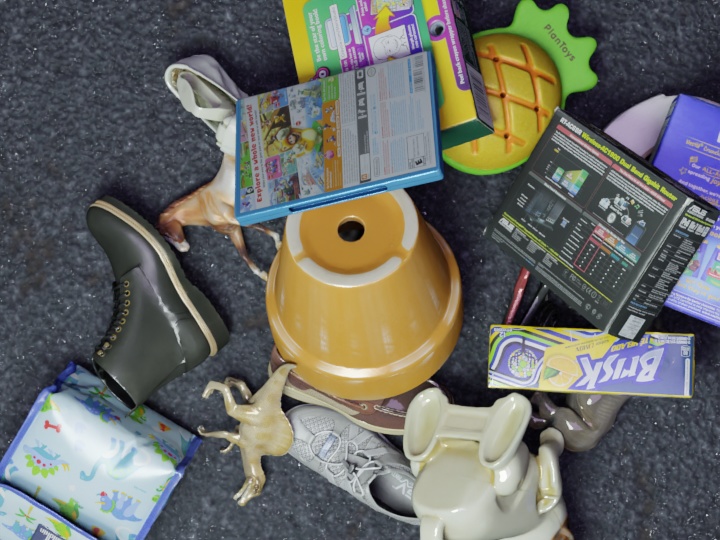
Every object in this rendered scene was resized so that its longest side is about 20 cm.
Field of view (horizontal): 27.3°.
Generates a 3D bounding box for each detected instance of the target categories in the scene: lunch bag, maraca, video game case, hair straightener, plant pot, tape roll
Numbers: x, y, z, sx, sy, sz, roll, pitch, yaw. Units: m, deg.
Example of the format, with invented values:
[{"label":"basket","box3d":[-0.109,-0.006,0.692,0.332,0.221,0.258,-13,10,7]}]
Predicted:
[{"label":"lunch bag","box3d":[-0.289,0.227,1.537,0.170,0.127,0.200,33,106,-2]},{"label":"maraca","box3d":[0.150,-0.185,1.503,0.200,0.107,0.137,-42,97,-5]},{"label":"video game case","box3d":[-0.023,-0.124,1.389,0.199,0.018,0.144,-12,56,15]},{"label":"hair straightener","box3d":[0.192,0.037,1.541,0.077,0.041,0.201,21,88,1]},{"label":"plant pot","box3d":[0.000,0.000,1.442,0.199,0.183,0.201,-2,63,4]},{"label":"tape roll","box3d":[0.326,-0.081,1.535,0.202,0.037,0.204,0,93,3]}]

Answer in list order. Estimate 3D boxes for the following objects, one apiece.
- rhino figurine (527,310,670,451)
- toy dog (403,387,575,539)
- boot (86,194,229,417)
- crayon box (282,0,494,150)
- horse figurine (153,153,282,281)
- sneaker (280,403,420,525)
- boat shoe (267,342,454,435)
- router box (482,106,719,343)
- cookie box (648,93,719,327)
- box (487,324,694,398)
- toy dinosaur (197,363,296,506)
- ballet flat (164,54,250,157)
[{"label":"rhino figurine","box3d":[0.255,0.100,1.535,0.087,0.060,0.200,39,92,4]},{"label":"toy dog","box3d":[0.144,0.233,1.490,0.139,0.200,0.194,-9,54,33]},{"label":"boot","box3d":[-0.244,0.035,1.514,0.138,0.077,0.200,-41,89,-28]},{"label":"crayon box","box3d":[0.024,-0.206,1.463,0.172,0.058,0.201,-17,74,21]},{"label":"horse figurine","box3d":[-0.113,-0.086,1.541,0.132,0.050,0.200,34,99,13]},{"label":"sneaker","box3d":[0.005,0.199,1.537,0.200,0.082,0.075,27,93,3]},{"label":"boat shoe","box3d":[0.001,0.113,1.529,0.199,0.072,0.072,18,62,5]},{"label":"router box","box3d":[0.230,-0.046,1.438,0.200,0.062,0.150,44,109,43]},{"label":"cookie box","box3d":[0.356,-0.052,1.478,0.171,0.075,0.201,22,94,3]},{"label":"box","box3d":[0.227,0.091,1.474,0.199,0.070,0.065,2,85,7]},{"label":"toy dinosaur","box3d":[-0.110,0.146,1.536,0.101,0.058,0.200,28,123,17]},{"label":"ballet flat","box3d":[-0.132,-0.151,1.493,0.069,0.069,0.200,-48,57,4]}]
